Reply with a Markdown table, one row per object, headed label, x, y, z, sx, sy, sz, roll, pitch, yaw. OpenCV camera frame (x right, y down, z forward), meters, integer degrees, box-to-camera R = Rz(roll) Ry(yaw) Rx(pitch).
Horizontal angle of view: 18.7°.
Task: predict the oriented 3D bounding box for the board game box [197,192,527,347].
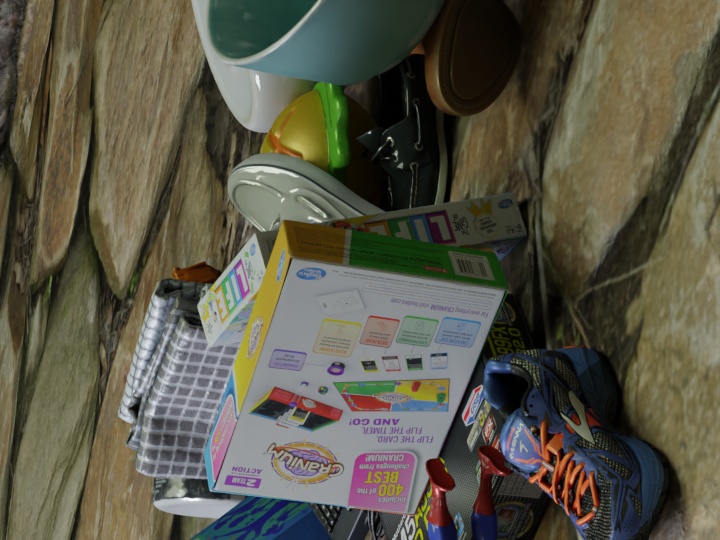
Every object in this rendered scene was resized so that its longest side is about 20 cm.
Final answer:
| label | x | y | z | sx | sy | sz | roll | pitch | yaw |
| --- | --- | --- | --- | --- | --- | --- | --- | --- | --- |
| board game box | 0.000 | 0.000 | 1.521 | 0.134 | 0.198 | 0.034 | -47 | 57 | 60 |

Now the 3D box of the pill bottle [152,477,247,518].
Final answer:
| label | x | y | z | sx | sy | sz | roll | pitch | yaw |
| --- | --- | --- | --- | --- | --- | --- | --- | --- | --- |
| pill bottle | -0.132 | 0.121 | 2.001 | 0.106 | 0.105 | 0.202 | 150 | 126 | -66 |

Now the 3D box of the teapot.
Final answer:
| label | x | y | z | sx | sy | sz | roll | pitch | yaw |
| --- | --- | --- | --- | --- | --- | --- | --- | --- | --- |
| teapot | -0.054 | -0.219 | 1.862 | 0.200 | 0.145 | 0.199 | -124 | 21 | -45 |

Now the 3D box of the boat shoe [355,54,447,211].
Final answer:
| label | x | y | z | sx | sy | sz | roll | pitch | yaw |
| --- | --- | --- | --- | --- | --- | --- | --- | --- | --- |
| boat shoe | 0.029 | -0.109 | 1.683 | 0.074 | 0.066 | 0.201 | 173 | 103 | -69 |

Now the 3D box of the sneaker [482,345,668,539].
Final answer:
| label | x | y | z | sx | sy | sz | roll | pitch | yaw |
| --- | --- | --- | --- | --- | --- | --- | --- | --- | --- |
| sneaker | 0.122 | 0.113 | 1.305 | 0.200 | 0.078 | 0.076 | -116 | 38 | -59 |

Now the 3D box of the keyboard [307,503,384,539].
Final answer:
| label | x | y | z | sx | sy | sz | roll | pitch | yaw |
| --- | --- | --- | --- | --- | --- | --- | --- | --- | --- |
| keyboard | 0.001 | 0.133 | 1.652 | 0.104 | 0.039 | 0.201 | 47 | 133 | 32 |

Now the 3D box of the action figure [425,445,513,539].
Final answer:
| label | x | y | z | sx | sy | sz | roll | pitch | yaw |
| --- | --- | --- | --- | --- | --- | --- | --- | --- | --- |
| action figure | 0.079 | 0.224 | 1.383 | 0.099 | 0.065 | 0.202 | -129 | 32 | -55 |

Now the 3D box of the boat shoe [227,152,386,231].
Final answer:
| label | x | y | z | sx | sy | sz | roll | pitch | yaw |
| --- | --- | --- | --- | --- | --- | --- | --- | --- | --- |
| boat shoe | -0.037 | -0.031 | 1.672 | 0.199 | 0.065 | 0.074 | 23 | 130 | 35 |

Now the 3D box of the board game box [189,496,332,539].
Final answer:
| label | x | y | z | sx | sy | sz | roll | pitch | yaw |
| --- | --- | --- | --- | --- | --- | --- | --- | --- | --- |
| board game box | -0.114 | 0.249 | 1.787 | 0.045 | 0.199 | 0.152 | 57 | 164 | -12 |

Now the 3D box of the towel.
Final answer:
| label | x | y | z | sx | sy | sz | roll | pitch | yaw |
| --- | --- | --- | --- | --- | --- | --- | --- | --- | --- |
| towel | -0.081 | 0.091 | 1.721 | 0.086 | 0.198 | 0.166 | -104 | 28 | -45 |

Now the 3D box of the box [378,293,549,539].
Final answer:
| label | x | y | z | sx | sy | sz | roll | pitch | yaw |
| --- | --- | --- | --- | --- | --- | --- | --- | --- | --- |
| box | 0.072 | 0.139 | 1.494 | 0.161 | 0.044 | 0.201 | -107 | 31 | -50 |

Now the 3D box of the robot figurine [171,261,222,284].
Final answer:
| label | x | y | z | sx | sy | sz | roll | pitch | yaw |
| --- | --- | --- | --- | --- | --- | --- | --- | --- | --- |
| robot figurine | -0.087 | 0.058 | 1.801 | 0.201 | 0.144 | 0.058 | 77 | 167 | -48 |

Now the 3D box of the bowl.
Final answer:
| label | x | y | z | sx | sy | sz | roll | pitch | yaw |
| --- | --- | --- | --- | --- | --- | --- | --- | --- | --- |
| bowl | -0.009 | -0.211 | 1.533 | 0.200 | 0.105 | 0.202 | -38 | 37 | 36 |

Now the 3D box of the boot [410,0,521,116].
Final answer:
| label | x | y | z | sx | sy | sz | roll | pitch | yaw |
| --- | --- | --- | --- | --- | --- | --- | --- | --- | --- |
| boot | 0.042 | -0.174 | 1.597 | 0.154 | 0.074 | 0.201 | -23 | 43 | 41 |

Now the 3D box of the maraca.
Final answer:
| label | x | y | z | sx | sy | sz | roll | pitch | yaw |
| --- | --- | --- | --- | --- | --- | --- | --- | --- | --- |
| maraca | -0.028 | -0.091 | 1.759 | 0.201 | 0.106 | 0.138 | 101 | 160 | -55 |

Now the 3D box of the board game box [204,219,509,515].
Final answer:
| label | x | y | z | sx | sy | sz | roll | pitch | yaw |
| --- | --- | --- | --- | --- | --- | --- | --- | --- | --- |
| board game box | -0.006 | 0.069 | 1.450 | 0.040 | 0.152 | 0.201 | -106 | 31 | -52 |
